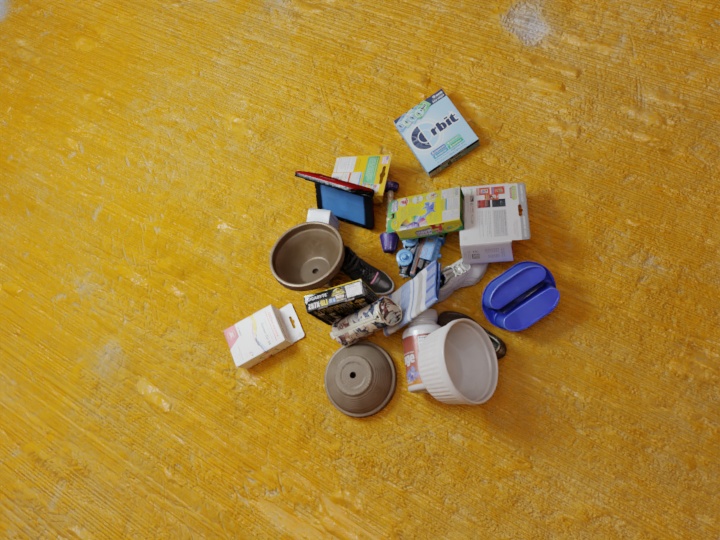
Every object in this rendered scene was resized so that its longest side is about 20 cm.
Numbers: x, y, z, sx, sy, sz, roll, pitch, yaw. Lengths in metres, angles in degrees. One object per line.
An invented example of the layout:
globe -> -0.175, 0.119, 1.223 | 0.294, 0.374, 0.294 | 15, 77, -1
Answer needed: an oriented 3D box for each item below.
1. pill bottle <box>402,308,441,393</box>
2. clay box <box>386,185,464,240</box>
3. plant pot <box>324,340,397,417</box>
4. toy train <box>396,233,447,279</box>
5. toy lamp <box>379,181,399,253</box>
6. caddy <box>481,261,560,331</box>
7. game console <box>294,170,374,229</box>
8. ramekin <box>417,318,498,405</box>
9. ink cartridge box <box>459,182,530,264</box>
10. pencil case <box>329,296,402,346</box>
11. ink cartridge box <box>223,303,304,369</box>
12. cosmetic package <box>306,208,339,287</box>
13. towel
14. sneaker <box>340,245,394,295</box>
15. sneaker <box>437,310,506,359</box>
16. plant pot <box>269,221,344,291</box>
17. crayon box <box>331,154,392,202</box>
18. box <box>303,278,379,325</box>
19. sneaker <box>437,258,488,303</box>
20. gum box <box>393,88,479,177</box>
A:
pill bottle -> 0.165, 0.206, 1.605 | 0.111, 0.112, 0.202 | -10, 72, 12
clay box -> 0.169, -0.145, 1.637 | 0.198, 0.048, 0.116 | -10, 52, 23
plant pot -> -0.009, 0.278, 1.643 | 0.199, 0.093, 0.203 | -5, 72, 14
toy train -> 0.169, -0.069, 1.699 | 0.113, 0.087, 0.202 | 15, 79, 13
toy lamp -> 0.082, -0.148, 1.758 | 0.058, 0.058, 0.202 | -4, 74, 14
caddy -> 0.403, 0.065, 1.586 | 0.199, 0.105, 0.142 | -33, 91, 3
game console -> -0.070, -0.191, 1.724 | 0.198, 0.172, 0.120 | 19, 102, 27
ramekin -> 0.227, 0.225, 1.501 | 0.105, 0.199, 0.202 | -24, 65, 45
ink cartridge box -> 0.347, -0.124, 1.630 | 0.174, 0.084, 0.202 | -4, 53, 14
pencil case -> 0.010, 0.133, 1.620 | 0.199, 0.089, 0.079 | -29, 71, 40
ink cartridge box -> -0.269, 0.177, 1.756 | 0.199, 0.068, 0.117 | -29, 69, 6
cosmetic package -> -0.115, -0.062, 1.766 | 0.073, 0.102, 0.202 | 5, 77, 16
towel -> 0.130, 0.072, 1.615 | 0.200, 0.024, 0.148 | -39, 27, 36
sneaker -> 0.000, 0.000, 1.716 | 0.199, 0.099, 0.071 | 31, 82, 20
sneaker -> 0.284, 0.156, 1.605 | 0.199, 0.076, 0.071 | 28, 83, 20
plant pot -> -0.128, -0.021, 1.634 | 0.199, 0.093, 0.203 | -9, 55, 12
crayon box -> 0.007, -0.259, 1.783 | 0.198, 0.051, 0.127 | 4, 75, 37
box -> -0.043, 0.087, 1.649 | 0.158, 0.200, 0.050 | -19, 72, 10
sneaker -> 0.253, 0.014, 1.649 | 0.199, 0.087, 0.075 | -36, 67, 2
gum box -> 0.216, -0.394, 1.798 | 0.169, 0.045, 0.201 | -33, 70, 5
